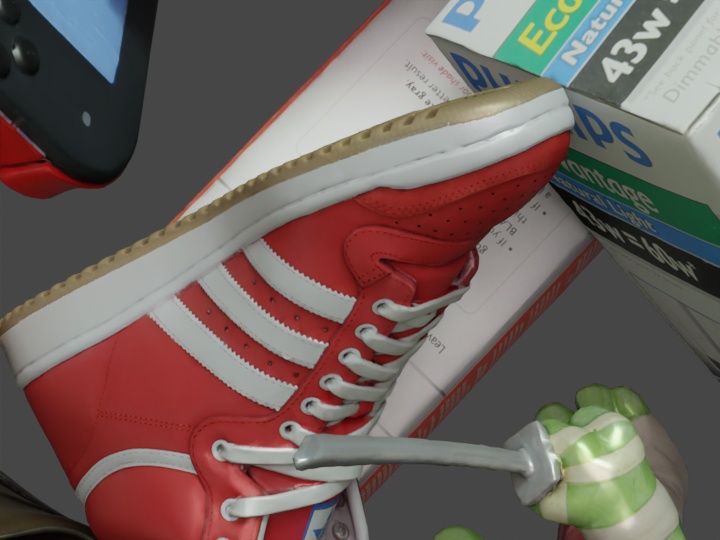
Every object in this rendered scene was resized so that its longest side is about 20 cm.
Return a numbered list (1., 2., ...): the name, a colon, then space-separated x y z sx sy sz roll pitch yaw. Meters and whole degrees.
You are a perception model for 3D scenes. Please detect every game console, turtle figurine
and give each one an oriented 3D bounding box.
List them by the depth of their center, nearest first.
1. turtle figurine: 0.027 0.091 0.687 0.198 0.194 0.145 7 106 3
2. game console: -0.115 -0.137 0.736 0.031 0.177 0.201 -18 45 23

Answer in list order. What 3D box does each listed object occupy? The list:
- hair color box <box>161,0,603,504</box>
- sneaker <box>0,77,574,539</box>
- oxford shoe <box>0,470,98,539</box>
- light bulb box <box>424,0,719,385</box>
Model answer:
1. hair color box: 0.000 0.000 0.795 0.101 0.061 0.200 44 82 7
2. sneaker: -0.008 0.029 0.691 0.199 0.071 0.113 -26 83 37
3. oxford shoe: -0.130 0.086 0.768 0.199 0.084 0.073 17 82 4
4. light bulb box: 0.162 -0.064 0.731 0.199 0.125 0.200 -50 126 -9
